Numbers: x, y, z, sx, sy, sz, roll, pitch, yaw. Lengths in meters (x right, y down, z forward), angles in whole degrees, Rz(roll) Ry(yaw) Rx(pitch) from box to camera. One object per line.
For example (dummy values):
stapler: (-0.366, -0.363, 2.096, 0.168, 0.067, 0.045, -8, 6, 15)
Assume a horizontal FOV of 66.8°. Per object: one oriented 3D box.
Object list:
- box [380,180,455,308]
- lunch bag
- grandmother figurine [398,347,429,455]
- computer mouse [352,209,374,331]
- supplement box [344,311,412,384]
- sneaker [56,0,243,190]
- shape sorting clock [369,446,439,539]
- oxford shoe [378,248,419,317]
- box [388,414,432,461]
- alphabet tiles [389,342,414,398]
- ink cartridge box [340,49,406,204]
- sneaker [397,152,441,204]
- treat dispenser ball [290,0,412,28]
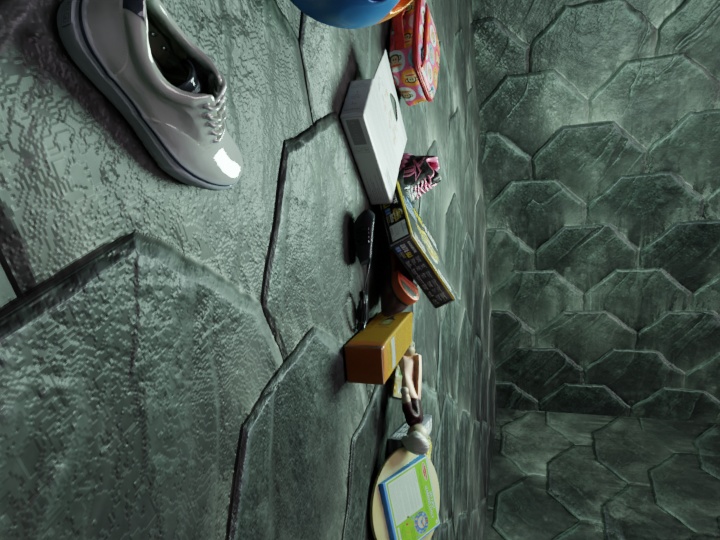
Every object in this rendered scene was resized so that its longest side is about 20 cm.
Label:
box: (0.105, -0.047, 1.029, 0.200, 0.049, 0.160, 51, 19, -40)
lunch bag: (0.109, -0.473, 1.153, 0.176, 0.082, 0.200, 45, 46, -59)
grandmother figurine: (0.100, 0.253, 1.057, 0.121, 0.060, 0.200, 41, 38, -54)
computer mouse: (0.000, 0.000, 0.894, 0.059, 0.034, 0.200, -23, 117, -88)
supplement box: (0.037, 0.125, 0.931, 0.200, 0.066, 0.069, -37, 124, -66)
sneaker: (-0.136, -0.126, 0.425, 0.200, 0.071, 0.073, 51, 42, -61)
shape sorting clock: (0.085, 0.434, 1.022, 0.200, 0.039, 0.200, 9, 77, -42)
oxford shoe: (0.062, 0.015, 1.037, 0.071, 0.073, 0.200, 41, 22, -14)
box: (0.109, 0.408, 1.159, 0.200, 0.049, 0.162, 1, 86, -69)
alphabet tiles: (0.090, 0.190, 1.175, 0.200, 0.006, 0.167, 41, 52, -65)
ink cartridge box: (0.030, -0.246, 0.954, 0.200, 0.045, 0.176, 67, 30, -49)
sneaker: (0.118, -0.185, 1.136, 0.200, 0.095, 0.079, -69, 153, -44)
treat dispenser ball: (-0.011, -0.377, 0.602, 0.201, 0.201, 0.201, -1, 90, -71)
